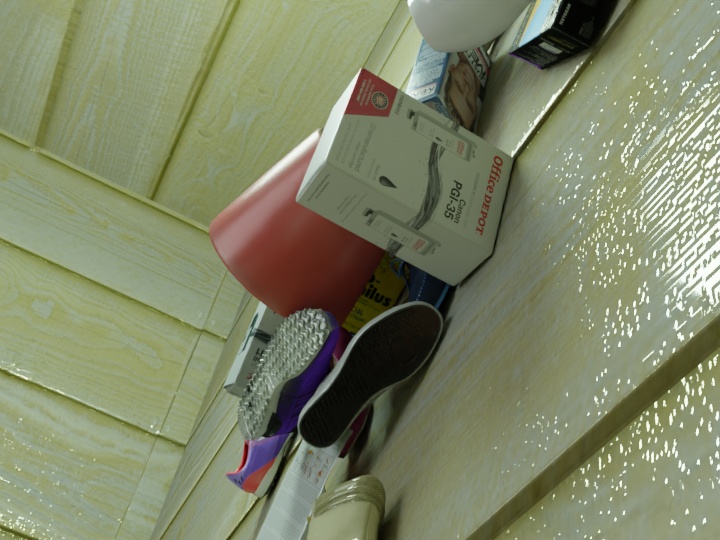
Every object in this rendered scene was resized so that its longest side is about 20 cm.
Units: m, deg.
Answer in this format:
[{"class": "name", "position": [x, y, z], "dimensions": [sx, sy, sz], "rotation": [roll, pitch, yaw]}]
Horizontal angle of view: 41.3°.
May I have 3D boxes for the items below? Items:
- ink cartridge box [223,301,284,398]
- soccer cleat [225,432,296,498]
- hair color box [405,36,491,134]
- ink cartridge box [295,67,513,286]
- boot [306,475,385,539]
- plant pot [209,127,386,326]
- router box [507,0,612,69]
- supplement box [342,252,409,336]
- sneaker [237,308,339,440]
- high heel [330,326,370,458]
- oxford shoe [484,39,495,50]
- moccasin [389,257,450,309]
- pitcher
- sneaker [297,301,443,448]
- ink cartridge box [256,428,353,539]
[{"class": "ink cartridge box", "position": [-0.096, 0.112, 1.418], "dimensions": [0.200, 0.146, 0.083], "rotation": [-69, 12, -17]}, {"class": "soccer cleat", "position": [-0.144, 0.255, 1.516], "dimensions": [0.200, 0.073, 0.068], "rotation": [-67, 9, -18]}, {"class": "hair color box", "position": [0.120, -0.253, 1.293], "dimensions": [0.060, 0.100, 0.200], "rotation": [-14, 41, 32]}, {"class": "ink cartridge box", "position": [0.052, -0.098, 1.012], "dimensions": [0.083, 0.200, 0.147], "rotation": [-45, 21, 52]}, {"class": "boot", "position": [-0.041, 0.298, 0.886], "dimensions": [0.200, 0.073, 0.156], "rotation": [-57, 13, 29]}, {"class": "plant pot", "position": [-0.048, -0.057, 1.130], "dimensions": [0.177, 0.200, 0.201], "rotation": [-49, 15, 18]}, {"class": "router box", "position": [0.238, -0.322, 1.014], "dimensions": [0.200, 0.051, 0.149], "rotation": [-65, 8, -1]}, {"class": "supplement box", "position": [0.000, 0.000, 1.296], "dimensions": [0.200, 0.109, 0.110], "rotation": [-62, 10, 16]}, {"class": "sneaker", "position": [-0.061, 0.119, 1.104], "dimensions": [0.200, 0.099, 0.070], "rotation": [-55, 43, 33]}, {"class": "high heel", "position": [-0.036, 0.141, 1.175], "dimensions": [0.067, 0.096, 0.200], "rotation": [-56, 13, 39]}, {"class": "oxford shoe", "position": [0.189, -0.386, 1.386], "dimensions": [0.200, 0.070, 0.075], "rotation": [-66, 15, 0]}, {"class": "moccasin", "position": [0.072, -0.022, 1.097], "dimensions": [0.081, 0.068, 0.200], "rotation": [-55, 14, 43]}, {"class": "pitcher", "position": [0.170, -0.366, 1.217], "dimensions": [0.200, 0.121, 0.172], "rotation": [-26, 10, 22]}, {"class": "sneaker", "position": [0.008, 0.102, 1.040], "dimensions": [0.200, 0.073, 0.085], "rotation": [-44, 3, 10]}, {"class": "ink cartridge box", "position": [-0.058, 0.273, 1.095], "dimensions": [0.200, 0.050, 0.162], "rotation": [-62, 14, -10]}]
